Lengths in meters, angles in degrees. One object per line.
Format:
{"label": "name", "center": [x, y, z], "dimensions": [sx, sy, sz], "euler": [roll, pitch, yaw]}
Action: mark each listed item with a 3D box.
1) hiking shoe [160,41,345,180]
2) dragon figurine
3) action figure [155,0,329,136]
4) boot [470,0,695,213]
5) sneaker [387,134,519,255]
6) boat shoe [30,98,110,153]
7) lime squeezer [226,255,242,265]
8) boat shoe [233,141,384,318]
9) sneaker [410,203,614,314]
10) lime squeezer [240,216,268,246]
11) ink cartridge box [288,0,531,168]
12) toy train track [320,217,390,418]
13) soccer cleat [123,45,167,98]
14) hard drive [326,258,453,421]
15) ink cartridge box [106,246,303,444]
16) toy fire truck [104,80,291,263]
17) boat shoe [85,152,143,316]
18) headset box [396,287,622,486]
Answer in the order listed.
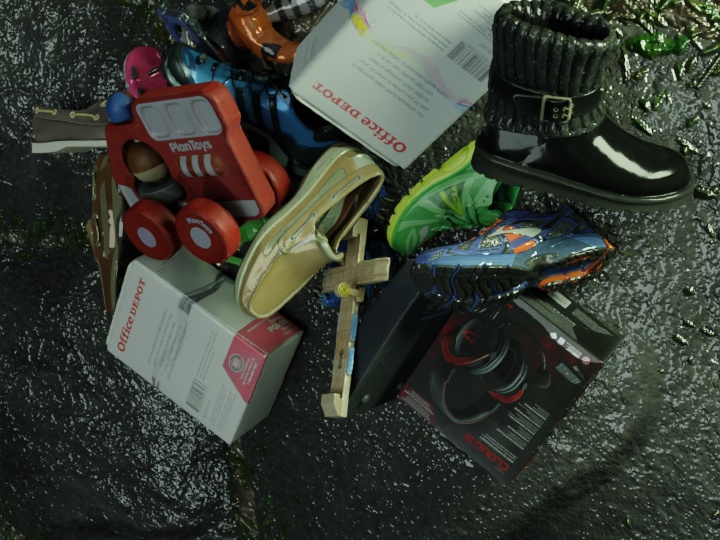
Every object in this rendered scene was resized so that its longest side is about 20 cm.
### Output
{"label": "hiking shoe", "center": [-0.102, -0.177, 1.100], "dimensions": [0.200, 0.075, 0.087], "euler": [31, 128, -23]}
{"label": "dragon figurine", "center": [0.000, 0.000, 1.171], "dimensions": [0.099, 0.059, 0.201], "euler": [-4, 102, 31]}
{"label": "action figure", "center": [-0.106, -0.230, 1.161], "dimensions": [0.193, 0.105, 0.200], "euler": [-7, 130, 38]}
{"label": "boot", "center": [0.205, -0.141, 0.954], "dimensions": [0.211, 0.080, 0.158], "euler": [11, 124, -1]}
{"label": "sneaker", "center": [0.103, -0.068, 1.082], "dimensions": [0.200, 0.074, 0.084], "euler": [-39, 81, 32]}
{"label": "boat shoe", "center": [-0.301, -0.171, 1.284], "dimensions": [0.200, 0.072, 0.060], "euler": [-1, 95, 27]}
{"label": "lime squeezer", "center": [-0.099, -0.034, 1.239], "dimensions": [0.200, 0.038, 0.071], "euler": [-34, 56, 34]}
{"label": "boat shoe", "center": [-0.049, -0.029, 1.075], "dimensions": [0.076, 0.072, 0.200], "euler": [41, 102, 41]}
{"label": "sneaker", "center": [0.135, -0.015, 1.031], "dimensions": [0.075, 0.200, 0.079], "euler": [109, 145, -47]}
{"label": "lime squeezer", "center": [-0.133, -0.047, 1.191], "dimensions": [0.200, 0.071, 0.038], "euler": [-9, 71, 27]}
{"label": "ink cartridge box", "center": [0.050, -0.212, 1.024], "dimensions": [0.145, 0.088, 0.200], "euler": [33, 124, -22]}
{"label": "toy train track", "center": [-0.022, 0.044, 1.089], "dimensions": [0.115, 0.032, 0.201], "euler": [-13, 67, 54]}
{"label": "soccer cleat", "center": [-0.198, -0.151, 1.212], "dimensions": [0.200, 0.070, 0.086], "euler": [55, 157, -9]}
{"label": "hard drive", "center": [0.047, 0.061, 1.123], "dimensions": [0.042, 0.135, 0.200], "euler": [45, 122, 23]}
{"label": "ink cartridge box", "center": [-0.184, 0.080, 1.283], "dimensions": [0.200, 0.083, 0.147], "euler": [35, 124, 16]}
{"label": "toy fire truck", "center": [-0.175, -0.106, 1.087], "dimensions": [0.200, 0.112, 0.168], "euler": [3, 128, 40]}
{"label": "boat shoe", "center": [-0.288, -0.047, 1.319], "dimensions": [0.074, 0.076, 0.201], "euler": [13, 104, 31]}
{"label": "headset box", "center": [0.143, 0.107, 1.114], "dimensions": [0.149, 0.075, 0.200], "euler": [39, 120, 13]}
